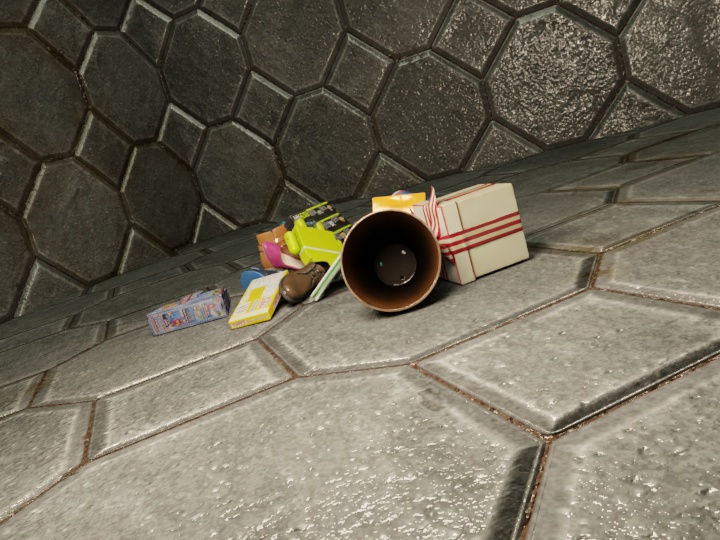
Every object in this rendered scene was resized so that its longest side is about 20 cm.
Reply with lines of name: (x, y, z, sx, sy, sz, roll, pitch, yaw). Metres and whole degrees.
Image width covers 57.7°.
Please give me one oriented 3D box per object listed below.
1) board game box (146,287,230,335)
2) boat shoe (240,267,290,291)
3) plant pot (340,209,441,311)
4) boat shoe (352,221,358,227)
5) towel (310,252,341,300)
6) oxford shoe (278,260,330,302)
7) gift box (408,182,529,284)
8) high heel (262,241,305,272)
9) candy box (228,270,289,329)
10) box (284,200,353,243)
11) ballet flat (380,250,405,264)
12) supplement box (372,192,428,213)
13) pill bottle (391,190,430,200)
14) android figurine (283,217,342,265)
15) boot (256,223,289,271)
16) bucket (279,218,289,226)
board game box: (-0.447, 0.102, 1.714, 0.199, 0.062, 0.200, -17, 11, -7)
boat shoe: (-0.227, 0.038, 1.709, 0.199, 0.085, 0.068, 12, 18, 35)
plant pot: (0.065, -0.015, 1.294, 0.186, 0.188, 0.200, -15, -4, 5)
boat shoe: (-0.007, -0.061, 1.803, 0.072, 0.063, 0.200, 21, 32, -10)
towel: (-0.049, -0.012, 1.571, 0.153, 0.023, 0.200, -55, -2, 19)
oxford shoe: (-0.132, 0.016, 1.576, 0.084, 0.073, 0.200, -41, 1, 29)
gift box: (0.208, -0.091, 1.350, 0.186, 0.201, 0.184, -20, 6, -14)
high heel: (-0.174, -0.032, 1.733, 0.095, 0.200, 0.068, -20, 50, 21)
candy box: (-0.236, 0.066, 1.550, 0.102, 0.027, 0.200, -13, 25, 15)
box: (-0.094, -0.104, 1.899, 0.048, 0.193, 0.200, -55, -12, 33)
ballet flat: (0.085, -0.018, 1.529, 0.072, 0.073, 0.200, -16, 3, 0)
supplement box: (0.106, -0.110, 1.548, 0.125, 0.074, 0.200, -5, -15, 12)
pill bottle: (0.171, -0.138, 1.742, 0.199, 0.113, 0.112, 22, 33, 34)
android figurine: (-0.114, -0.059, 1.754, 0.181, 0.201, 0.041, 8, -48, -36)
boot: (-0.194, -0.060, 1.881, 0.199, 0.156, 0.077, -19, 6, -11)
bucket: (-0.163, -0.125, 2.218, 0.206, 0.136, 0.207, -16, 12, 3)
